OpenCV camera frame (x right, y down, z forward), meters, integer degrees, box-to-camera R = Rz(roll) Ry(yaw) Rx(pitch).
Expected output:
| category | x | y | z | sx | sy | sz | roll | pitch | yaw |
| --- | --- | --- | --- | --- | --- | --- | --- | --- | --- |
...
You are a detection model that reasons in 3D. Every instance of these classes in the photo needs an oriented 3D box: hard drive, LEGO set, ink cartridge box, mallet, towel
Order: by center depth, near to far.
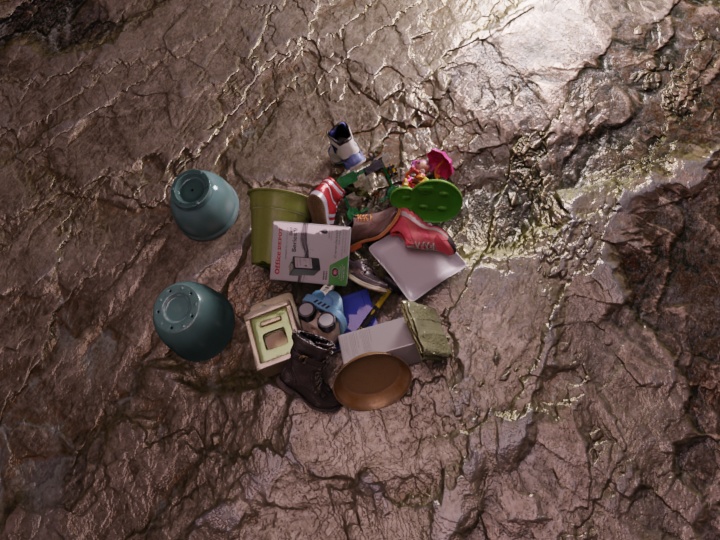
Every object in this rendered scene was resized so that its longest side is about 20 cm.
| category | x | y | z | sx | sy | sz | roll | pitch | yaw |
| --- | --- | --- | --- | --- | --- | --- | --- | --- | --- |
| towel | 0.165 | 0.148 | 1.297 | 0.036 | 0.199 | 0.152 | -28 | 68 | 21 |
| ink cartridge box | -0.125 | -0.043 | 1.337 | 0.194 | 0.084 | 0.151 | 4 | 94 | 0 |
| mallet | 0.040 | 0.085 | 1.395 | 0.065 | 0.041 | 0.200 | 38 | 66 | 17 |
| hard drive | -0.055 | 0.142 | 1.413 | 0.195 | 0.025 | 0.135 | -19 | 69 | 0 |
| LEGO set | 0.012 | -0.232 | 1.516 | 0.198 | 0.116 | 0.156 | -35 | 99 | -3 |

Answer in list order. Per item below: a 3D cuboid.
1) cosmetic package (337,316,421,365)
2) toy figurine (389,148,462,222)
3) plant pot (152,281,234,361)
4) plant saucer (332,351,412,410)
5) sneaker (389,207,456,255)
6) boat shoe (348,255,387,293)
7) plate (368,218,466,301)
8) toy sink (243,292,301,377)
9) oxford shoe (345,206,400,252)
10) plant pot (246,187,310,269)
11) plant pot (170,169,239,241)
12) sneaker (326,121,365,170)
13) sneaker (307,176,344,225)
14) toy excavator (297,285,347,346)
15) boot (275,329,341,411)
| category | x | y | z | sx | sy | sz | roll | pitch | yaw |
| --- | --- | --- | --- | --- | --- | --- | --- | --- | --- |
| cosmetic package | 0.052 | 0.196 | 1.330 | 0.195 | 0.109 | 0.086 | -16 | 53 | -1 |
| toy figurine | 0.185 | -0.254 | 1.471 | 0.194 | 0.152 | 0.188 | 4 | 51 | 7 |
| plant pot | -0.452 | 0.122 | 1.397 | 0.194 | 0.162 | 0.206 | -2 | 70 | 7 |
| plant saucer | 0.027 | 0.261 | 1.288 | 0.195 | 0.204 | 0.036 | -16 | 39 | 0 |
| sneaker | 0.161 | -0.082 | 1.409 | 0.198 | 0.074 | 0.087 | 33 | 73 | 25 |
| boat shoe | 0.000 | 0.000 | 1.402 | 0.198 | 0.071 | 0.066 | 28 | 96 | 43 |
| plate | 0.151 | -0.031 | 1.426 | 0.197 | 0.033 | 0.201 | -31 | 65 | -18 |
| toy sink | -0.222 | 0.152 | 1.383 | 0.127 | 0.112 | 0.205 | -18 | 69 | 0 |
| oxford shoe | 0.018 | -0.122 | 1.433 | 0.197 | 0.073 | 0.072 | -31 | 31 | 20 |
| plant pot | -0.226 | -0.103 | 1.453 | 0.194 | 0.200 | 0.196 | 6 | 84 | 9 |
| plant pot | -0.466 | -0.206 | 1.532 | 0.194 | 0.135 | 0.206 | -3 | 69 | 7 |
| sneaker | -0.050 | -0.364 | 1.503 | 0.079 | 0.117 | 0.200 | -29 | 26 | -7 |
| sneaker | -0.090 | -0.158 | 1.452 | 0.070 | 0.203 | 0.114 | 19 | 51 | 17 |
| toy excavator | -0.094 | 0.077 | 1.388 | 0.191 | 0.101 | 0.201 | 24 | 54 | 24 |
| boot | -0.103 | 0.243 | 1.287 | 0.196 | 0.176 | 0.070 | 25 | 28 | -12 |
